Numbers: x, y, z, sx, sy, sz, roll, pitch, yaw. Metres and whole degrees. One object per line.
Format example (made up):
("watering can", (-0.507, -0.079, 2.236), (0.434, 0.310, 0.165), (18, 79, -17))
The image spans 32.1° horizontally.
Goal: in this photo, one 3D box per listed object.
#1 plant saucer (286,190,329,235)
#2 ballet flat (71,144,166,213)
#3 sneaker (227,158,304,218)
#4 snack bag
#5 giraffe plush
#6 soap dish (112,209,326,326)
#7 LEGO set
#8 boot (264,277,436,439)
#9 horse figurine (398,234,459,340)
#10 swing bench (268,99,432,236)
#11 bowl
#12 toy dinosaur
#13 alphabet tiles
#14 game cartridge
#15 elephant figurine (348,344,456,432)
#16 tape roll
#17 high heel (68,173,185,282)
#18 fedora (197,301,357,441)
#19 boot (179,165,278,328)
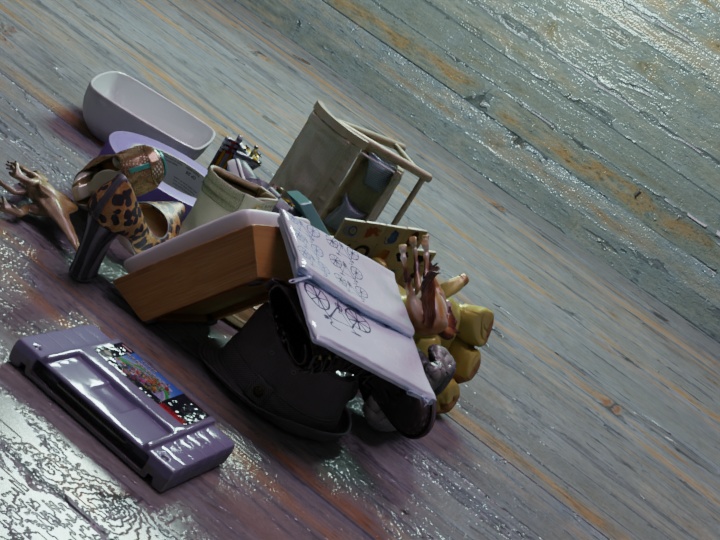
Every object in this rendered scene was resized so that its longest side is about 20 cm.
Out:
("plant saucer", (-0.072, -0.077, 1.761), (0.070, 0.019, 0.200), (60, -4, -11))
("ballet flat", (-0.310, -0.107, 1.507), (0.065, 0.199, 0.071), (-21, 90, -41))
("sneaker", (-0.116, -0.067, 1.713), (0.078, 0.079, 0.202), (168, -101, -85))
("snack bag", (-0.004, 0.038, 1.338), (0.188, 0.021, 0.201), (31, 28, -36))
("giraffe plush", (0.060, 0.074, 1.666), (0.161, 0.173, 0.201), (20, -26, 34))
("soap dish", (-0.154, 0.002, 1.419), (0.157, 0.199, 0.082), (6, 67, -61))
("LEGO set", (-0.152, -0.118, 1.888), (0.153, 0.116, 0.200), (24, 18, -28))
("boot", (-0.016, 0.098, 1.336), (0.174, 0.069, 0.201), (3, 50, -59))
("horse figurine", (0.079, 0.028, 1.462), (0.049, 0.134, 0.200), (-11, 4, 6))
("swing bench", (-0.029, -0.133, 2.023), (0.199, 0.200, 0.130), (22, 19, -32))
("bowl", (-0.332, -0.221, 1.926), (0.199, 0.075, 0.200), (32, 16, -5))
("toy dinosaur", (-0.371, -0.083, 1.466), (0.101, 0.058, 0.200), (19, 21, -43))
("alphabet tiles", (0.000, 0.000, 1.702), (0.198, 0.167, 0.006), (7, 39, -31))
("game cartridge", (-0.222, 0.123, 1.189), (0.199, 0.039, 0.129), (37, 20, 15))
("elephant figurine", (0.009, 0.092, 1.517), (0.200, 0.156, 0.141), (43, 27, 18))
("tape roll", (-0.265, -0.095, 1.664), (0.199, 0.085, 0.200), (30, 15, -9))
("high heel", (-0.243, -0.074, 1.432), (0.071, 0.143, 0.200), (38, 36, 10))
("fedora", (-0.079, 0.102, 1.421), (0.200, 0.091, 0.176), (41, 17, 26))
("boot", (-0.138, -0.020, 1.551), (0.199, 0.155, 0.072), (34, 15, 2))
